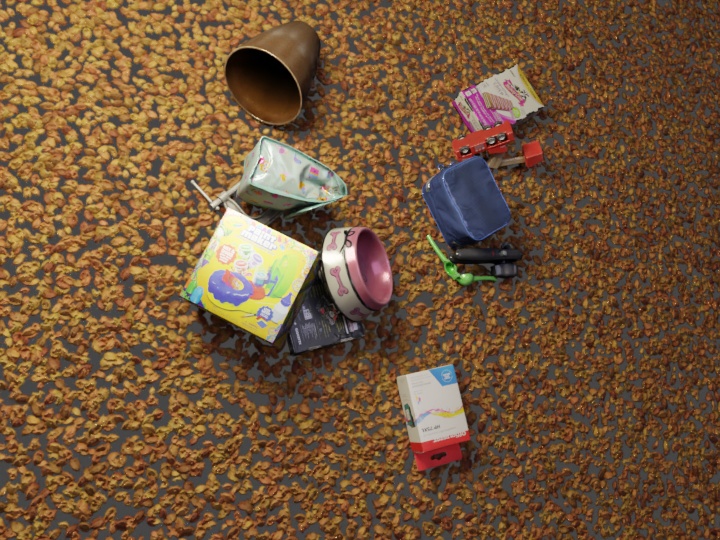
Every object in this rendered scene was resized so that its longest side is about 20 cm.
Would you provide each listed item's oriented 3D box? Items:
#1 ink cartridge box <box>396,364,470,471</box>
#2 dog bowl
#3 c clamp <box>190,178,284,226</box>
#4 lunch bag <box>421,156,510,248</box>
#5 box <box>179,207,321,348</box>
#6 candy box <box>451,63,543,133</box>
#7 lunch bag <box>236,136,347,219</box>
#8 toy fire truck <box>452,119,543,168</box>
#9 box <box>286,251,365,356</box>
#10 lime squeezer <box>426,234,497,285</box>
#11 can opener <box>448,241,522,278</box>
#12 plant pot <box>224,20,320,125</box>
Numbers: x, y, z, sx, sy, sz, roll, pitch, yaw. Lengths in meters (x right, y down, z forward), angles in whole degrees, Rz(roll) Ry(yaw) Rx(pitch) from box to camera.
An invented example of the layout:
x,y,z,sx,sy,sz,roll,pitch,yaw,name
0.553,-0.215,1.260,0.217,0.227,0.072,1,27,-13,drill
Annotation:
x,y,z,sx,sy,sz,roll,pitch,yaw,name
0.158,0.312,1.290,0.115,0.067,0.202,-9,79,-19,ink cartridge box
0.000,0.000,1.256,0.073,0.200,0.202,-17,78,24,dog bowl
-0.235,-0.176,1.317,0.199,0.027,0.171,-37,90,-23,c clamp
0.233,-0.158,1.402,0.135,0.132,0.202,-25,89,-22,lunch bag
-0.207,0.018,1.189,0.198,0.122,0.194,25,78,5,box
0.351,-0.421,1.546,0.199,0.061,0.137,-31,86,-22,candy box
-0.140,-0.176,1.252,0.198,0.170,0.123,18,81,-21,lunch bag
0.335,-0.293,1.486,0.198,0.141,0.049,-18,52,16,toy fire truck
-0.093,0.065,1.287,0.158,0.049,0.202,-12,79,-22,box
0.231,-0.009,1.413,0.199,0.038,0.071,31,69,-7,lime squeezer
0.295,-0.030,1.409,0.198,0.063,0.079,6,63,-30,can opener
-0.171,-0.459,1.346,0.186,0.187,0.201,32,54,-7,plant pot
